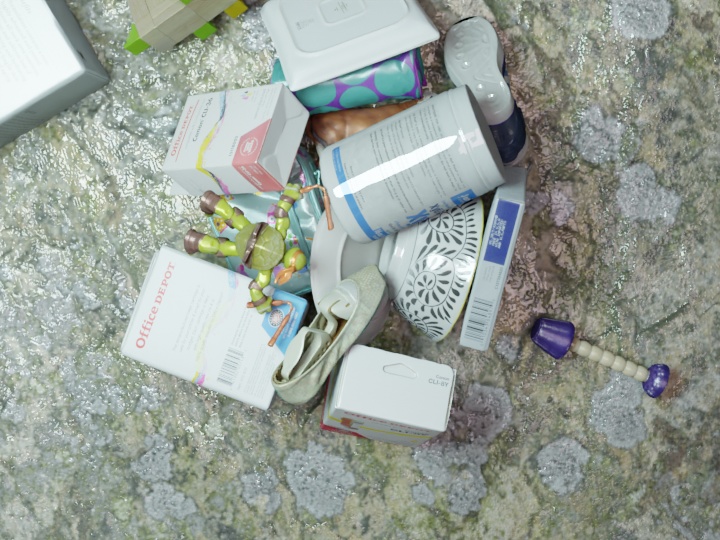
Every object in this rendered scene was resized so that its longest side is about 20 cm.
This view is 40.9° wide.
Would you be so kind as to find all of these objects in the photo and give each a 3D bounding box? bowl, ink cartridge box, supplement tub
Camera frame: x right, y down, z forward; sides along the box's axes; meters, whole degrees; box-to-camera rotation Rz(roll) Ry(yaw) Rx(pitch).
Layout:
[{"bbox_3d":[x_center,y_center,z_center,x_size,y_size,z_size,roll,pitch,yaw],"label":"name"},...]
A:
[{"bbox_3d":[0.080,-0.017,1.248,0.093,0.201,0.203,15,94,-10],"label":"bowl"},{"bbox_3d":[0.030,0.169,1.260,0.144,0.200,0.084,12,72,-4],"label":"ink cartridge box"},{"bbox_3d":[0.174,-0.027,1.240,0.040,0.200,0.201,14,112,7],"label":"ink cartridge box"},{"bbox_3d":[-0.181,0.072,1.217,0.198,0.085,0.146,21,87,1],"label":"ink cartridge box"},{"bbox_3d":[-0.173,-0.161,1.219,0.198,0.067,0.117,-1,63,35],"label":"ink cartridge box"},{"bbox_3d":[0.062,-0.126,1.170,0.199,0.132,0.133,-22,97,16],"label":"supplement tub"}]

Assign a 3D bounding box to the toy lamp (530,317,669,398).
[{"bbox_3d":[0.333,0.120,1.355,0.198,0.058,0.059,24,94,-5],"label":"toy lamp"}]

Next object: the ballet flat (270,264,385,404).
[{"bbox_3d":[-0.038,0.071,1.162,0.062,0.067,0.201,40,78,-44],"label":"ballet flat"}]

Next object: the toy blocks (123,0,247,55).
[{"bbox_3d":[-0.231,-0.382,1.239,0.199,0.100,0.138,-30,69,17],"label":"toy blocks"}]

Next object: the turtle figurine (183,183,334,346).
[{"bbox_3d":[-0.129,-0.022,1.145,0.160,0.064,0.202,20,98,17],"label":"turtle figurine"}]

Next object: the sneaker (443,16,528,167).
[{"bbox_3d":[0.172,-0.228,1.304,0.080,0.147,0.201,-18,52,8],"label":"sneaker"}]

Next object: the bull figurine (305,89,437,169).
[{"bbox_3d":[0.026,-0.178,1.293,0.198,0.065,0.123,-5,66,5],"label":"bull figurine"}]

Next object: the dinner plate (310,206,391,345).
[{"bbox_3d":[0.000,0.000,1.263,0.024,0.200,0.202,0,97,33],"label":"dinner plate"}]

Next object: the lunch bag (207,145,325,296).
[{"bbox_3d":[-0.110,-0.063,1.276,0.159,0.077,0.202,-19,97,18],"label":"lunch bag"}]

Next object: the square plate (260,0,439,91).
[{"bbox_3d":[-0.021,-0.325,1.233,0.196,0.201,0.029,-20,137,-2],"label":"square plate"}]

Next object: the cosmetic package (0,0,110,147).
[{"bbox_3d":[-0.452,-0.265,1.209,0.199,0.166,0.168,-30,97,0],"label":"cosmetic package"}]

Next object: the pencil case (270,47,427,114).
[{"bbox_3d":[-0.016,-0.248,1.250,0.198,0.092,0.086,-9,69,8],"label":"pencil case"}]
